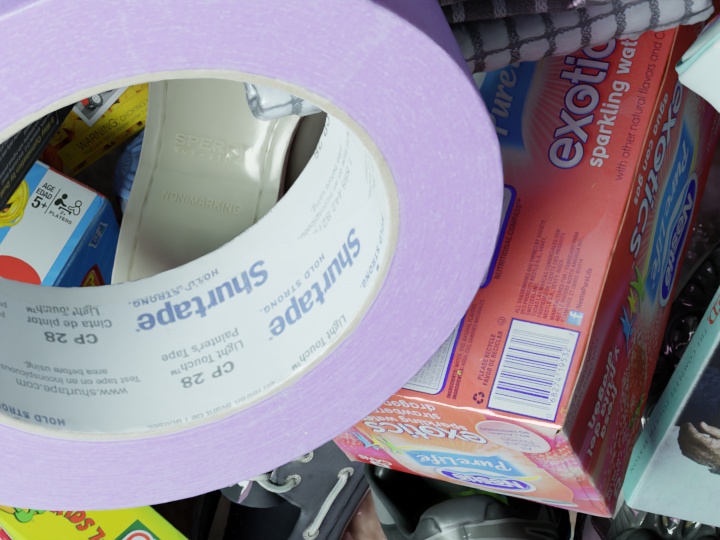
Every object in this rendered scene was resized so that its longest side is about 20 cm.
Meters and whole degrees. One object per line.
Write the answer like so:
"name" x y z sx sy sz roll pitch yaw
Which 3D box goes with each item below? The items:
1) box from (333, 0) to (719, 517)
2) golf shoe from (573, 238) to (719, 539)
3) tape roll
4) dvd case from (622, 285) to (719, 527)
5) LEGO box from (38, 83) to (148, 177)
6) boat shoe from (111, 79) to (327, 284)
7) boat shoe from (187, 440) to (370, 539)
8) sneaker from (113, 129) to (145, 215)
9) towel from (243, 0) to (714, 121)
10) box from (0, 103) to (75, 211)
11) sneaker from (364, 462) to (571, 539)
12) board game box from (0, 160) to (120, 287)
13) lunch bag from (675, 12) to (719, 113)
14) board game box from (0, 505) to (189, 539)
"box" 0.056 -0.031 0.814 0.102 0.201 0.095 10 160 20
"golf shoe" 0.121 0.065 0.919 0.078 0.094 0.201 18 99 -15
"tape roll" -0.064 -0.022 0.676 0.199 0.066 0.200 -12 137 -11
"dvd case" 0.209 0.045 0.844 0.199 0.022 0.146 13 125 -16
"LEGO box" -0.090 -0.141 0.905 0.200 0.077 0.149 -32 101 35
"boat shoe" -0.034 -0.059 0.822 0.072 0.060 0.201 15 95 12
"boat shoe" -0.030 0.085 1.010 0.072 0.063 0.200 26 125 11
"sneaker" 0.000 0.000 0.916 0.199 0.077 0.085 14 139 -9
"towel" 0.011 -0.158 0.749 0.086 0.165 0.201 101 155 -65
"box" -0.136 -0.096 0.760 0.050 0.200 0.158 11 137 18
"sneaker" 0.041 0.083 0.908 0.071 0.200 0.083 -16 103 1
"board game box" -0.185 -0.016 0.966 0.195 0.056 0.200 28 164 10
"lunch bag" 0.192 -0.108 0.736 0.077 0.160 0.200 44 126 -2
"board game box" -0.119 0.151 1.040 0.102 0.048 0.200 38 152 21
